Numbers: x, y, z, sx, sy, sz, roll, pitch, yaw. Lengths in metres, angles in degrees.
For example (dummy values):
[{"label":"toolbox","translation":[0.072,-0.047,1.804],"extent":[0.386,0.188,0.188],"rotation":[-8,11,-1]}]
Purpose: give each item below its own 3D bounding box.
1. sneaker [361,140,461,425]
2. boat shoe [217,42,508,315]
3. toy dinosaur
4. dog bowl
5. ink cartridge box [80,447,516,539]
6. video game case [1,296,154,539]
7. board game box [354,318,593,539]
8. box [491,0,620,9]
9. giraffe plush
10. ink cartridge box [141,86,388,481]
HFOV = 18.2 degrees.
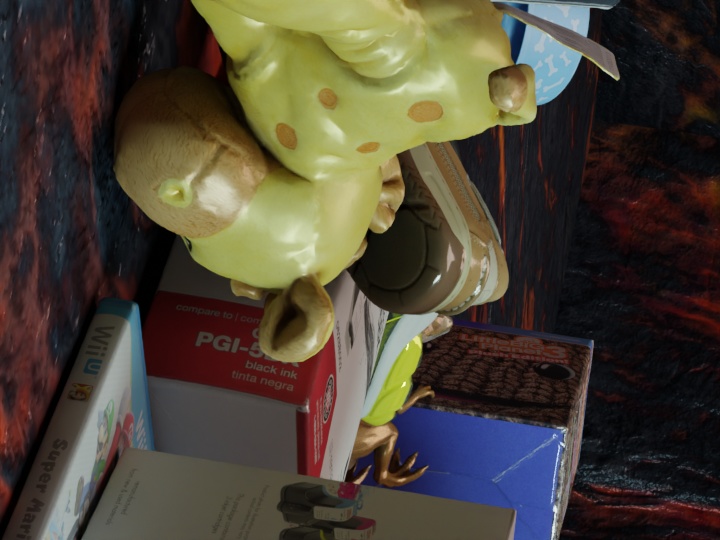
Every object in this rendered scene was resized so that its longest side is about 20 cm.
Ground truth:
[{"label":"sneaker","translation":[0.000,0.000,1.168],"extent":[0.075,0.084,0.201],"rotation":[-103,-157,-53]},{"label":"boat shoe","translation":[0.002,-0.064,0.971],"extent":[0.076,0.072,0.201],"rotation":[4,54,-50]},{"label":"toy dinosaur","translation":[-0.011,0.106,1.368],"extent":[0.201,0.060,0.106],"rotation":[-57,145,-24]},{"label":"dog bowl","translation":[0.062,-0.141,1.280],"extent":[0.200,0.049,0.112],"rotation":[4,-90,63]},{"label":"ink cartridge box","translation":[-0.005,0.147,0.869],"extent":[0.068,0.198,0.116],"rotation":[-68,164,-56]},{"label":"video game case","translation":[-0.114,0.130,0.858],"extent":[0.144,0.018,0.201],"rotation":[89,13,-45]},{"label":"board game box","translation":[0.077,0.112,1.613],"extent":[0.200,0.158,0.098],"rotation":[-57,154,-71]},{"label":"box","translation":[0.083,-0.249,1.068],"extent":[0.201,0.106,0.149],"rotation":[95,-2,-53]},{"label":"giraffe plush","translation":[-0.027,-0.067,0.868],"extent":[0.163,0.199,0.173],"rotation":[-54,-173,25]},{"label":"ink cartridge box","translation":[-0.038,0.023,1.025],"extent":[0.147,0.082,0.201],"rotation":[90,12,-49]}]
